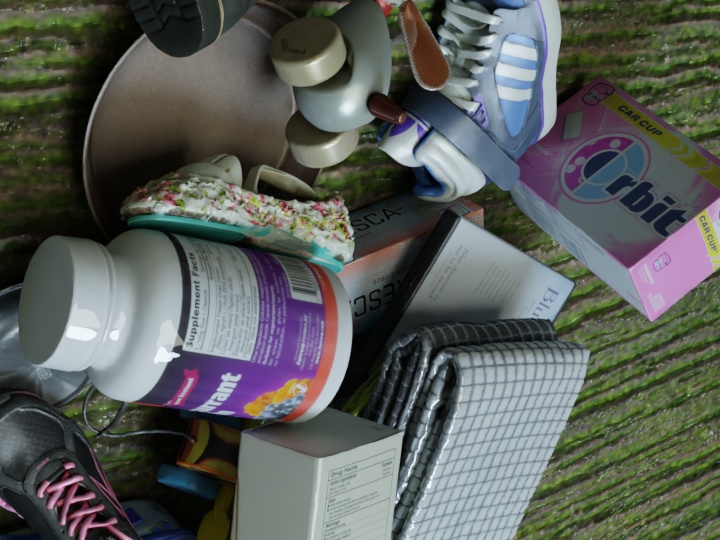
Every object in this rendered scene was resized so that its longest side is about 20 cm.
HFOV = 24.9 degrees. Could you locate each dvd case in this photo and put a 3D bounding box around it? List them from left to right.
[{"bbox_3d":[0.085,0.043,1.277,0.200,0.018,0.143,25,97,-53],"label":"dvd case"}]

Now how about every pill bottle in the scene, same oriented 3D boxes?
[{"bbox_3d":[-0.114,0.034,1.064,0.199,0.111,0.112,11,106,-34],"label":"pill bottle"}]

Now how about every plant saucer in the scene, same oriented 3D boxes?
[{"bbox_3d":[-0.107,-0.095,1.121,0.199,0.034,0.201,-18,124,-30],"label":"plant saucer"}]

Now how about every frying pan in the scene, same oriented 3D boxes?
[{"bbox_3d":[-0.188,0.052,1.120,0.189,0.031,0.115,-7,130,-24],"label":"frying pan"}]

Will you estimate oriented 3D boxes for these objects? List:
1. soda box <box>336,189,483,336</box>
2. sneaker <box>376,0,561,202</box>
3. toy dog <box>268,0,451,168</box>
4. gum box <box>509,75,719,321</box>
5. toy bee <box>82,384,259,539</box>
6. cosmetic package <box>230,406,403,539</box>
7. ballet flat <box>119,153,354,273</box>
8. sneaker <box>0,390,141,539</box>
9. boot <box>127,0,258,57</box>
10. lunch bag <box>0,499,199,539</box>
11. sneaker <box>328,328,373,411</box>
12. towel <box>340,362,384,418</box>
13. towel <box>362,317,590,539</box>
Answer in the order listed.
[{"bbox_3d":[0.000,0.000,1.239,0.199,0.064,0.069,-22,126,-28],"label":"soda box"},{"bbox_3d":[0.072,-0.142,1.206,0.146,0.080,0.201,-35,137,-24],"label":"sneaker"},{"bbox_3d":[0.020,-0.157,1.105,0.201,0.096,0.132,-64,152,-13],"label":"toy dog"},{"bbox_3d":[0.203,-0.063,1.280,0.113,0.200,0.066,-38,133,-6],"label":"gum box"},{"bbox_3d":[-0.100,0.143,1.181,0.200,0.108,0.132,0,100,-57],"label":"toy bee"},{"bbox_3d":[-0.036,0.206,1.132,0.103,0.073,0.201,-8,108,-55],"label":"cosmetic package"},{"bbox_3d":[-0.082,-0.044,1.112,0.199,0.075,0.064,15,73,-47],"label":"ballet flat"},{"bbox_3d":[-0.185,0.167,1.094,0.079,0.095,0.201,-38,113,-24],"label":"sneaker"},{"bbox_3d":[-0.107,-0.252,1.024,0.138,0.077,0.201,-40,123,-45],"label":"boot"},{"bbox_3d":[-0.213,0.259,1.201,0.199,0.082,0.162,-10,117,-36],"label":"lunch bag"},{"bbox_3d":[0.007,0.117,1.297,0.074,0.081,0.201,10,107,-42],"label":"sneaker"},{"bbox_3d":[0.044,0.132,1.271,0.086,0.018,0.200,-44,142,-12],"label":"towel"},{"bbox_3d":[0.070,0.133,1.220,0.165,0.085,0.201,-1,117,-49],"label":"towel"}]
